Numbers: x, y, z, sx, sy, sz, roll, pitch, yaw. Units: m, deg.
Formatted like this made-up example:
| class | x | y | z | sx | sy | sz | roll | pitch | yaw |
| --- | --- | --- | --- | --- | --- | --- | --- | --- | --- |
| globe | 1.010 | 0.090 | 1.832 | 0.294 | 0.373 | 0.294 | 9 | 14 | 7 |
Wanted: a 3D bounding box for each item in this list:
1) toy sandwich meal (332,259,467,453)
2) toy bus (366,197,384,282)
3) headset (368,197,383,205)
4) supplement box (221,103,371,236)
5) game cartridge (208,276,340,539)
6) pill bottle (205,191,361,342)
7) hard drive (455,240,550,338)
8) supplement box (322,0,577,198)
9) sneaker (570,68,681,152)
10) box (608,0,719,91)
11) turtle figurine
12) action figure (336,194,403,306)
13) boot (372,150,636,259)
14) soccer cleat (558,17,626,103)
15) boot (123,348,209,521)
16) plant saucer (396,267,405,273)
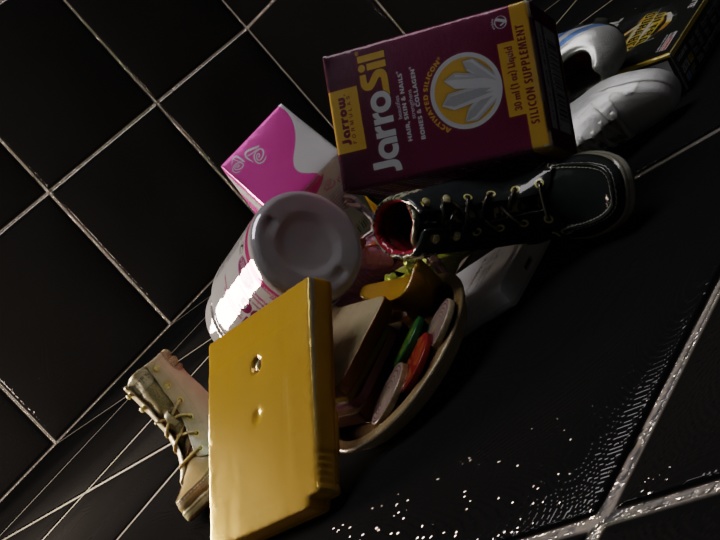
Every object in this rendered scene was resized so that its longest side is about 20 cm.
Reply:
| class | x | y | z | sx | sy | sz | roll | pitch | yaw |
| --- | --- | --- | --- | --- | --- | --- | --- | --- | --- |
| toy sandwich meal | 0.012 | 0.070 | 1.075 | 0.205 | 0.070 | 0.206 | -48 | 17 | 20 |
| toy bus | -0.028 | -0.081 | 1.566 | 0.201 | 0.191 | 0.136 | -61 | -8 | -9 |
| headset | 0.078 | -0.133 | 1.452 | 0.199 | 0.125 | 0.094 | 1 | -15 | -40 |
| supplement box | -0.065 | -0.085 | 1.404 | 0.101 | 0.103 | 0.200 | -46 | -22 | -7 |
| game cartridge | -0.078 | 0.130 | 1.074 | 0.176 | 0.032 | 0.202 | -33 | 53 | 46 |
| pill bottle | -0.084 | 0.014 | 1.219 | 0.113 | 0.113 | 0.200 | -47 | 0 | -32 |
| hard drive | 0.086 | 0.038 | 1.164 | 0.200 | 0.027 | 0.132 | -35 | 11 | 37 |
| supplement box | 0.081 | -0.149 | 1.104 | 0.199 | 0.132 | 0.103 | -12 | -4 | 23 |
| sneaker | 0.224 | -0.116 | 1.208 | 0.199 | 0.074 | 0.116 | -23 | 38 | 36 |
| box | 0.307 | -0.238 | 1.341 | 0.159 | 0.050 | 0.200 | -17 | 24 | 43 |
| turtle figurine | 0.078 | -0.016 | 1.251 | 0.161 | 0.065 | 0.200 | -35 | -29 | 1 |
| action figure | 0.000 | 0.000 | 1.327 | 0.199 | 0.149 | 0.134 | -32 | 7 | 34 |
| boot | 0.118 | -0.049 | 1.040 | 0.153 | 0.074 | 0.203 | -13 | 5 | -30 |
| soccer cleat | 0.183 | -0.203 | 1.282 | 0.199 | 0.070 | 0.087 | -15 | 40 | 42 |
| boot | -0.198 | 0.173 | 1.341 | 0.073 | 0.156 | 0.200 | -39 | 9 | 17 |
| plant saucer | 0.119 | -0.059 | 1.477 | 0.200 | 0.031 | 0.200 | -41 | 10 | 9 |
